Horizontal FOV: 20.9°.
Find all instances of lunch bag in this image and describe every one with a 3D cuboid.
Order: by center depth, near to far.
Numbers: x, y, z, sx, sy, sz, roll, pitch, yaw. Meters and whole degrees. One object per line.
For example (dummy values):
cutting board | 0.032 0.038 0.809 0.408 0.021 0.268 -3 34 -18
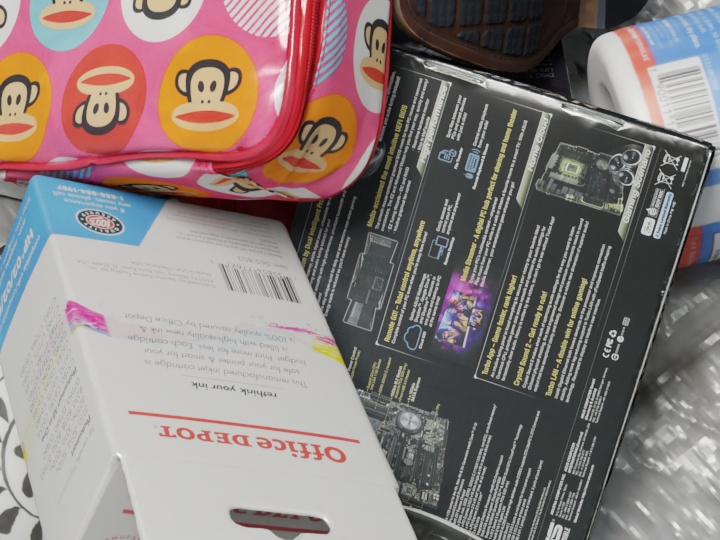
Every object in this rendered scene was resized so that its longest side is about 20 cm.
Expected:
lunch bag | -0.080 -0.119 0.790 0.199 0.082 0.177 0 81 33

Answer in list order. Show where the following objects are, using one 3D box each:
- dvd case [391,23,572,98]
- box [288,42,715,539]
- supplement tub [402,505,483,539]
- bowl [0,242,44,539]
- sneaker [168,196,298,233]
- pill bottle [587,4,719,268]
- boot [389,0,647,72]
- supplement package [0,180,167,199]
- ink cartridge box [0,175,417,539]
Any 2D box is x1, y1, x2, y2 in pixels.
dvd case | 0.020 -0.119 0.932 0.148 0.016 0.201 -3 40 0
box | 0.044 0.019 0.824 0.159 0.044 0.201 18 99 11
supplement tub | -0.003 0.202 0.753 0.122 0.123 0.201 23 68 17
bowl | -0.195 0.075 0.812 0.200 0.094 0.202 -9 72 30
sneaker | 0.000 0.000 0.898 0.199 0.078 0.116 12 77 20
pill bottle | 0.210 -0.074 0.879 0.199 0.112 0.113 -13 62 -1
boot | 0.045 -0.133 0.865 0.097 0.200 0.075 14 108 34
supplement package | -0.181 -0.112 0.943 0.199 0.110 0.114 13 65 13
ink cartridge box | -0.063 0.058 0.729 0.115 0.068 0.200 10 34 -29
